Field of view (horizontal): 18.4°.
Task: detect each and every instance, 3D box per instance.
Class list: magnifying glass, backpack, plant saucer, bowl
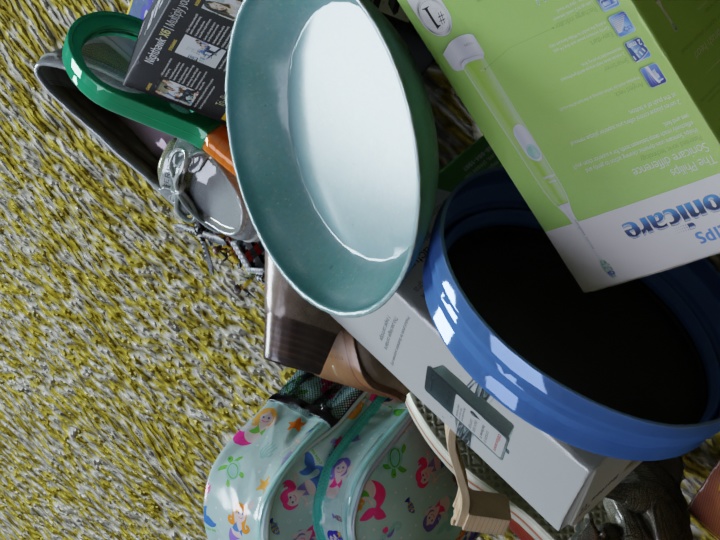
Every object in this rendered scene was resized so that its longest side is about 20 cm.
[{"bbox_3d":[-0.111,-0.100,1.445,0.200,0.080,0.022,38,133,13],"label":"magnifying glass"},{"bbox_3d":[-0.012,0.166,1.625,0.150,0.200,0.178,21,140,46],"label":"backpack"},{"bbox_3d":[-0.011,-0.075,1.247,0.200,0.036,0.201,28,125,50],"label":"plant saucer"},{"bbox_3d":[0.125,0.024,1.226,0.200,0.200,0.039,43,127,17],"label":"bowl"}]

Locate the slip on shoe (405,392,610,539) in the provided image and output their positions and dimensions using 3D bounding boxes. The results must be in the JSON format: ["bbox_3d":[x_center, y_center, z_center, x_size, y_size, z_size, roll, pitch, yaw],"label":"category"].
[{"bbox_3d":[0.102,0.139,1.559,0.200,0.074,0.061,45,157,2],"label":"slip on shoe"}]

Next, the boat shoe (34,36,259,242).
[{"bbox_3d":[-0.136,-0.087,1.490,0.202,0.065,0.075,46,138,21],"label":"boat shoe"}]

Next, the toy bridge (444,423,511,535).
[{"bbox_3d":[0.090,0.097,1.451,0.027,0.067,0.201,-97,21,-50],"label":"toy bridge"}]

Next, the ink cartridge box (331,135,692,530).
[{"bbox_3d":[0.103,0.032,1.329,0.200,0.146,0.083,42,152,15],"label":"ink cartridge box"}]

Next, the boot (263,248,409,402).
[{"bbox_3d":[0.000,0.000,1.430,0.070,0.147,0.200,14,175,25],"label":"boot"}]

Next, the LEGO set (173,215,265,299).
[{"bbox_3d":[-0.043,0.006,1.562,0.199,0.116,0.154,15,136,51],"label":"LEGO set"}]

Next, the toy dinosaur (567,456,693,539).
[{"bbox_3d":[0.172,0.148,1.375,0.102,0.077,0.200,29,-156,-24],"label":"toy dinosaur"}]

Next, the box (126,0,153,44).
[{"bbox_3d":[-0.098,-0.196,1.453,0.070,0.064,0.200,48,155,7],"label":"box"}]

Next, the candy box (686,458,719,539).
[{"bbox_3d":[0.293,0.172,1.307,0.200,0.056,0.117,45,154,16],"label":"candy box"}]

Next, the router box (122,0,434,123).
[{"bbox_3d":[-0.045,-0.146,1.359,0.156,0.053,0.200,20,156,-13],"label":"router box"}]

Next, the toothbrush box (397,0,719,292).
[{"bbox_3d":[0.133,-0.104,1.150,0.145,0.086,0.201,-20,106,51],"label":"toothbrush box"}]
